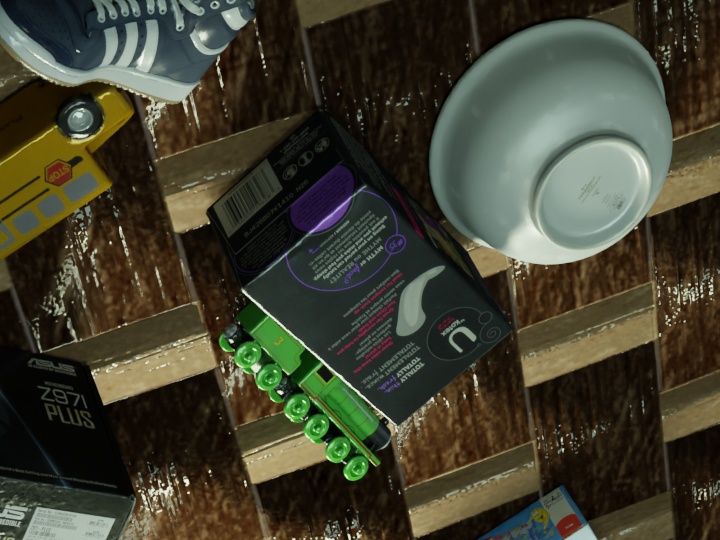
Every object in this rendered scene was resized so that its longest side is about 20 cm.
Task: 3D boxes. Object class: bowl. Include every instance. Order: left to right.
[{"bbox_3d":[0.157,-0.078,1.488,0.199,0.091,0.203,-11,126,-15],"label":"bowl"}]

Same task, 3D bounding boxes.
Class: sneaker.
[{"bbox_3d":[-0.145,-0.171,1.269,0.108,0.070,0.199,-42,157,22],"label":"sneaker"}]

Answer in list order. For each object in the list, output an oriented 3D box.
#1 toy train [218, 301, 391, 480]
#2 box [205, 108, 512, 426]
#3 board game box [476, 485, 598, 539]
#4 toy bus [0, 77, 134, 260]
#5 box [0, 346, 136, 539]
[{"bbox_3d":[-0.039,0.094,1.556,0.056,0.042,0.200,-44,129,-4],"label":"toy train"},{"bbox_3d":[0.000,0.000,1.463,0.122,0.106,0.200,-39,129,9],"label":"box"},{"bbox_3d":[0.145,0.317,1.775,0.195,0.056,0.201,-32,129,0],"label":"board game box"},{"bbox_3d":[-0.239,-0.063,1.345,0.199,0.065,0.078,-34,129,1],"label":"toy bus"},{"bbox_3d":[-0.277,0.128,1.397,0.199,0.164,0.087,13,117,-29],"label":"box"}]
